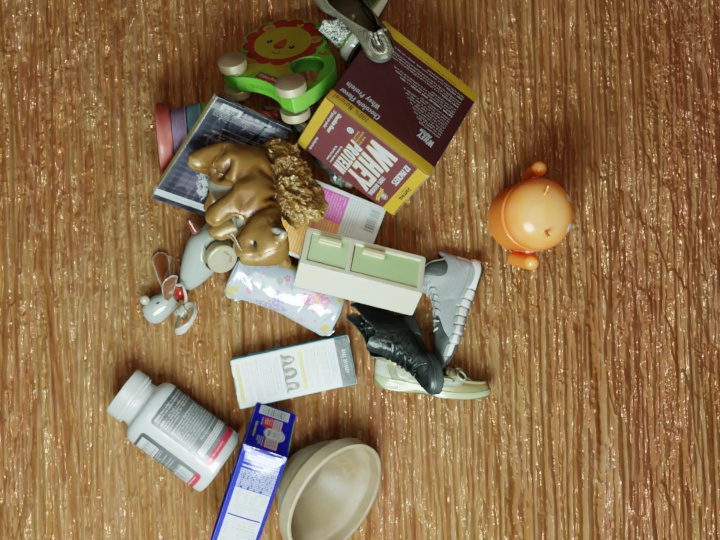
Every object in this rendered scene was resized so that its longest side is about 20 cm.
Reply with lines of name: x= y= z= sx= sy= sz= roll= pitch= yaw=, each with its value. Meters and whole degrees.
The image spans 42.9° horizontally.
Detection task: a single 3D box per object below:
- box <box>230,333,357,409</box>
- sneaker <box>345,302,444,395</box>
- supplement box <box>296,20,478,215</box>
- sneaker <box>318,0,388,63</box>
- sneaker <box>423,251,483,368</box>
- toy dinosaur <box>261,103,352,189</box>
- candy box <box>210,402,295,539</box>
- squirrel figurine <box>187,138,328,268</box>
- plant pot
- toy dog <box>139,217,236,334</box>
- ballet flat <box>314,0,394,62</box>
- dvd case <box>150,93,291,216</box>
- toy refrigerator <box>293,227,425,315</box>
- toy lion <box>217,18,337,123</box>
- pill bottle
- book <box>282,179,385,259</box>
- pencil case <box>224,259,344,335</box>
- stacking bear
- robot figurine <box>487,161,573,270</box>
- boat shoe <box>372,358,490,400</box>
box: x=-0.110 y=0.165 z=1.516 sx=0.197 sy=0.049 sz=0.083 roll=-11 pitch=92 yaw=-6
sneaker: x=0.054 y=0.127 z=1.484 sx=0.103 sy=0.201 sz=0.060 roll=-2 pitch=132 yaw=-22
supplement box: x=0.044 y=-0.240 z=1.451 sx=0.196 sy=0.133 sz=0.201 roll=36 pitch=57 yaw=-6
sneaker: x=-0.011 y=-0.429 z=1.478 sx=0.088 sy=0.077 sz=0.201 roll=32 pitch=51 yaw=-14
sneaker: x=0.123 y=0.060 z=1.528 sx=0.114 sy=0.075 sz=0.202 roll=21 pitch=69 yaw=2
toy dinosaur: x=-0.067 y=-0.228 z=1.526 sx=0.088 sy=0.047 sz=0.200 roll=-44 pitch=91 yaw=2
candy box: x=-0.168 y=0.335 z=1.429 sx=0.076 sy=0.169 sz=0.202 roll=19 pitch=103 yaw=-4
squirrel figurine: x=-0.140 y=-0.100 z=1.392 sx=0.198 sy=0.142 sz=0.187 roll=-23 pitch=59 yaw=-18
plant pot: x=-0.066 y=0.349 z=1.479 sx=0.200 sy=0.092 sz=0.203 roll=-23 pitch=126 yaw=-37
toy dog: x=-0.287 y=-0.008 z=1.468 sx=0.096 sy=0.131 sz=0.201 roll=43 pitch=76 yaw=-33
ballet flat: x=-0.013 y=-0.400 z=1.404 sx=0.067 sy=0.046 sz=0.201 roll=-29 pitch=68 yaw=-16
dvd case: x=-0.219 y=-0.171 z=1.440 sx=0.148 sy=0.016 sz=0.201 roll=18 pitch=120 yaw=-41
toy refrigerator: x=0.000 y=0.000 z=1.460 sx=0.198 sy=0.070 sz=0.077 roll=14 pitch=52 yaw=-5
toy lion: x=-0.116 y=-0.332 z=1.455 sx=0.199 sy=0.069 sz=0.192 roll=26 pitch=55 yaw=30
pill bottle: x=-0.302 y=0.251 z=1.465 sx=0.199 sy=0.111 sz=0.111 roll=38 pitch=86 yaw=-5
book: x=-0.071 y=-0.078 z=1.524 sx=0.198 sy=0.048 sz=0.135 roll=22 pitch=87 yaw=-7
pencil case: x=-0.122 y=0.034 z=1.498 sx=0.198 sy=0.083 sz=0.092 roll=22 pitch=87 yaw=-6
stacking bear: x=-0.227 y=-0.218 z=1.480 sx=0.197 sy=0.114 sz=0.123 roll=-5 pitch=90 yaw=-10
robot figurine: x=0.274 y=-0.086 z=1.481 sx=0.117 sy=0.200 sz=0.144 roll=43 pitch=85 yaw=-4
boat shoe: x=0.122 y=0.175 z=1.531 sx=0.198 sy=0.073 sz=0.064 roll=8 pitch=92 yaw=2
